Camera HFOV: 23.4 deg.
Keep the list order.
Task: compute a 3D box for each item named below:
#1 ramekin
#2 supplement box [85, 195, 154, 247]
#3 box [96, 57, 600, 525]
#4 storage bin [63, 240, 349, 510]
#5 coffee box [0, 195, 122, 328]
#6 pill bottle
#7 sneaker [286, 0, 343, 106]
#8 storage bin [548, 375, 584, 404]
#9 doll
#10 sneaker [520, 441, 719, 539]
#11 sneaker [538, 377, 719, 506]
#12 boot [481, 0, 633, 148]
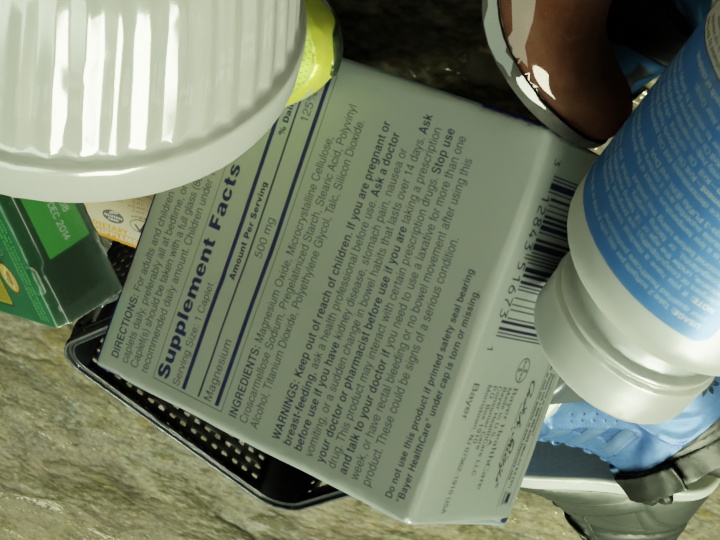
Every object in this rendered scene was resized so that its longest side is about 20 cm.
[{"bbox_3d":[-0.113,-0.134,0.681,0.198,0.201,0.106,18,138,2],"label":"ramekin"},{"bbox_3d":[-0.150,-0.107,0.919,0.125,0.074,0.201,17,146,5],"label":"supplement box"},{"bbox_3d":[0.000,0.000,0.835,0.199,0.186,0.105,23,-175,31],"label":"box"},{"bbox_3d":[-0.065,0.052,1.080,0.200,0.094,0.135,39,142,-27],"label":"storage bin"},{"bbox_3d":[-0.204,-0.043,0.896,0.199,0.044,0.124,8,126,56],"label":"coffee box"},{"bbox_3d":[0.152,-0.029,0.700,0.111,0.113,0.200,26,131,-10],"label":"pill bottle"},{"bbox_3d":[-0.107,-0.103,0.772,0.198,0.090,0.079,8,113,9],"label":"sneaker"},{"bbox_3d":[0.059,0.017,0.949,0.198,0.147,0.134,-8,164,35],"label":"storage bin"},{"bbox_3d":[0.093,-0.123,0.792,0.199,0.049,0.136,36,131,-22],"label":"doll"},{"bbox_3d":[0.126,0.136,1.118,0.198,0.071,0.100,10,140,7],"label":"sneaker"},{"bbox_3d":[0.139,0.096,1.039,0.199,0.077,0.112,-17,114,33],"label":"sneaker"},{"bbox_3d":[0.136,-0.153,0.691,0.198,0.069,0.189,-17,114,22],"label":"boot"}]
